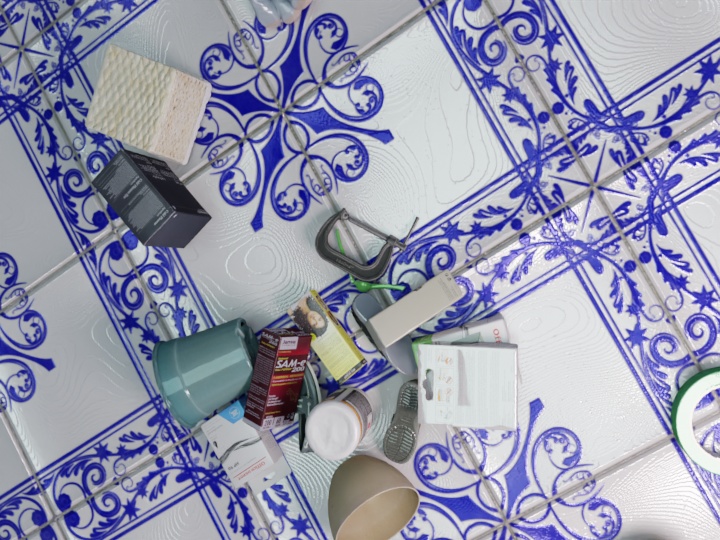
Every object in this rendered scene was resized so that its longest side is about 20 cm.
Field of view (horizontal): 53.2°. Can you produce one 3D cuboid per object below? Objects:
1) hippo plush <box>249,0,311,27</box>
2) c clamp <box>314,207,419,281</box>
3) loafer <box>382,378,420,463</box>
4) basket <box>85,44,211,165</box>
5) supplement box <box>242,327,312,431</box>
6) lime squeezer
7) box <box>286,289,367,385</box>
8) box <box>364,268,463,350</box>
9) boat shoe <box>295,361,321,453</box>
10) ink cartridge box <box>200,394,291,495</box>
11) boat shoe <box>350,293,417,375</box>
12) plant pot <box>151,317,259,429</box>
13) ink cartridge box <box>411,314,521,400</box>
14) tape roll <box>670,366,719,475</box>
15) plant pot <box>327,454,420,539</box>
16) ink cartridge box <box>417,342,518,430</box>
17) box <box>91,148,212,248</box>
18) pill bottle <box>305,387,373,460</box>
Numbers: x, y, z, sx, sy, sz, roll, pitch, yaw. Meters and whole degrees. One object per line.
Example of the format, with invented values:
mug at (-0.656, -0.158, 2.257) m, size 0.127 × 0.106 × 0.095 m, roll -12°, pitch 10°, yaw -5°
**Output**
hippo plush at (-0.196, -0.639, 1.550) m, size 0.194 × 0.160 × 0.164 m, roll 0°, pitch 61°, yaw -2°
c clamp at (0.007, -0.069, 1.550) m, size 0.196 × 0.027 × 0.174 m, roll 22°, pitch 82°, yaw 10°
loafer at (0.102, 0.318, 1.527) m, size 0.074 × 0.070 × 0.204 m, roll 22°, pitch 113°, yaw 15°
basket at (-0.468, -0.367, 1.591) m, size 0.194 × 0.161 × 0.204 m, roll 21°, pitch 94°, yaw 12°
supplement box at (-0.174, 0.227, 1.519) m, size 0.060 × 0.108 × 0.205 m, roll 17°, pitch 98°, yaw 35°
lime squeezer at (0.000, 0.000, 1.555) m, size 0.199 × 0.038 × 0.071 m, roll 41°, pitch 103°, yaw 11°
box at (-0.074, 0.144, 1.570) m, size 0.075 × 0.050 × 0.201 m, roll -39°, pitch 84°, yaw 11°
box at (0.109, 0.081, 1.477) m, size 0.197 × 0.082 × 0.069 m, roll -31°, pitch 84°, yaw -13°
boat shoe at (-0.119, 0.299, 1.566) m, size 0.060 × 0.073 × 0.206 m, roll -10°, pitch 94°, yaw -19°
ink cartridge box at (-0.255, 0.399, 1.609) m, size 0.115 × 0.068 × 0.203 m, roll -33°, pitch 85°, yaw 12°
boat shoe at (0.046, 0.141, 1.537) m, size 0.070 × 0.066 × 0.201 m, roll -40°, pitch 88°, yaw -24°
plant pot at (-0.318, 0.209, 1.566) m, size 0.192 × 0.200 × 0.204 m, roll -24°, pitch 86°, yaw 4°
ink cartridge box at (0.221, 0.190, 1.486) m, size 0.195 × 0.084 × 0.149 m, roll -17°, pitch 89°, yaw 12°
tape roll at (0.712, 0.293, 1.396) m, size 0.195 × 0.048 × 0.206 m, roll 0°, pitch 91°, yaw 12°
plant pot at (0.009, 0.471, 1.507) m, size 0.201 × 0.199 × 0.135 m, roll -47°, pitch 46°, yaw 10°
ink cartridge box at (0.213, 0.226, 1.425) m, size 0.195 × 0.050 × 0.166 m, roll 1°, pitch 93°, yaw 15°
box at (-0.450, -0.151, 1.571) m, size 0.104 × 0.200 × 0.183 m, roll -44°, pitch 82°, yaw 9°
pill bottle at (-0.036, 0.309, 1.489) m, size 0.113 × 0.200 × 0.120 m, roll 0°, pitch 91°, yaw 13°
